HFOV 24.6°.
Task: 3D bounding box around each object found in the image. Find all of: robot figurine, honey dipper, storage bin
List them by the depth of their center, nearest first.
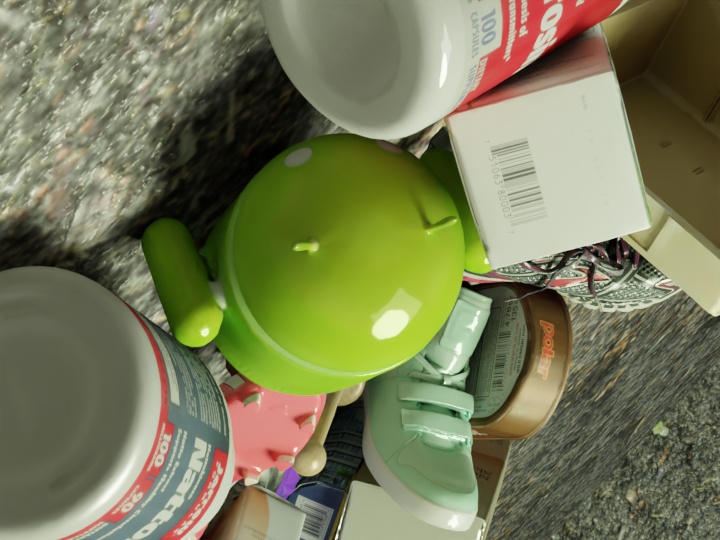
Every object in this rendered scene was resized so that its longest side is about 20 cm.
[{"bbox_3d":[-0.017,0.000,0.823,0.174,0.117,0.200,-12,174,-16],"label":"robot figurine"},{"bbox_3d":[-0.021,0.087,1.070,0.038,0.038,0.200,-50,-177,14],"label":"honey dipper"},{"bbox_3d":[0.229,-0.089,1.100,0.198,0.200,0.094,-26,153,-46],"label":"storage bin"}]

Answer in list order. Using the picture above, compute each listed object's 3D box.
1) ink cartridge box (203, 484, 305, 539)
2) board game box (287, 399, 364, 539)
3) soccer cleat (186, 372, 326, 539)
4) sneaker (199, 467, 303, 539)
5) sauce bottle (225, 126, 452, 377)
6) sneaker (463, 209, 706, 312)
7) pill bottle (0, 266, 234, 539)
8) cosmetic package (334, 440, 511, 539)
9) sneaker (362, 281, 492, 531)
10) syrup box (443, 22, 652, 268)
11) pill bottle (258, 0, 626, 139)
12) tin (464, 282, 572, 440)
[{"bbox_3d":[-0.108,0.257,1.037,0.162,0.050,0.201,-51,-166,43],"label":"ink cartridge box"},{"bbox_3d":[-0.042,0.201,1.287,0.200,0.061,0.202,-57,167,-68],"label":"board game box"},{"bbox_3d":[-0.086,0.100,0.981,0.066,0.077,0.200,22,131,-23],"label":"soccer cleat"},{"bbox_3d":[-0.075,0.153,1.153,0.099,0.069,0.201,-39,164,-40],"label":"sneaker"},{"bbox_3d":[0.000,0.000,1.004,0.201,0.066,0.066,-52,162,10],"label":"sauce bottle"},{"bbox_3d":[0.142,-0.014,1.096,0.198,0.082,0.075,2,177,-13],"label":"sneaker"},{"bbox_3d":[-0.126,0.078,0.789,0.120,0.120,0.200,-45,163,-2],"label":"pill bottle"},{"bbox_3d":[0.049,0.172,1.233,0.200,0.104,0.072,-49,154,-76],"label":"cosmetic package"},{"bbox_3d":[0.053,0.077,1.137,0.073,0.201,0.119,15,122,-25],"label":"sneaker"},{"bbox_3d":[0.089,-0.083,0.818,0.081,0.079,0.200,-14,-158,9],"label":"syrup box"},{"bbox_3d":[0.058,-0.146,0.733,0.199,0.112,0.113,-33,159,-35],"label":"pill bottle"},{"bbox_3d":[0.086,0.065,1.204,0.200,0.042,0.113,-14,-119,64],"label":"tin"}]
